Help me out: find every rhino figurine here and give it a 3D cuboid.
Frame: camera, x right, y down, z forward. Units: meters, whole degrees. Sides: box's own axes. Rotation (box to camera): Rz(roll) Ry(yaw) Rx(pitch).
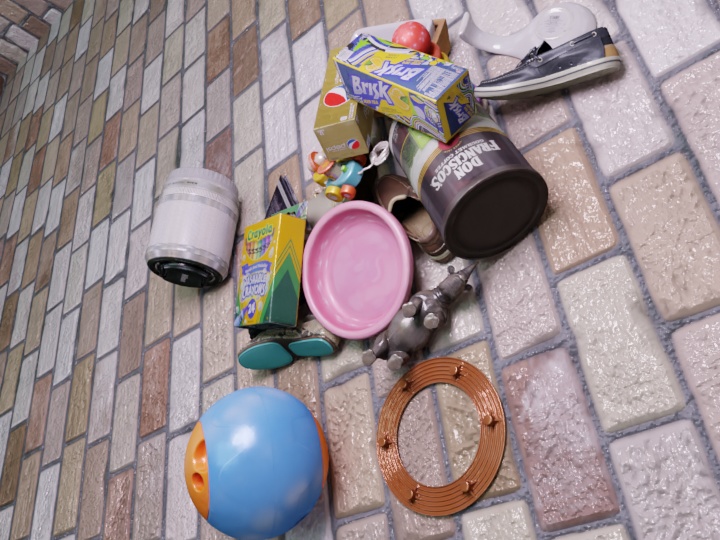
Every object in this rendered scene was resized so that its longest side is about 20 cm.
[{"bbox_3d":[0.087,0.059,0.857,0.060,0.087,0.200,44,103,11],"label":"rhino figurine"}]

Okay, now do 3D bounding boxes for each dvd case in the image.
[{"bbox_3d":[-0.145,-0.042,1.109,0.202,0.016,0.150,-64,38,34],"label":"dvd case"}]

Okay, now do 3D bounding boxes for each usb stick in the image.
[{"bbox_3d":[-0.113,0.051,1.065,0.200,0.055,0.033,-41,79,20],"label":"usb stick"}]

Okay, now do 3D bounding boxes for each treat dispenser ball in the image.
[{"bbox_3d":[-0.143,0.265,0.881,0.199,0.200,0.204,-20,58,34],"label":"treat dispenser ball"}]

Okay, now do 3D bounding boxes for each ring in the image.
[{"bbox_3d":[0.095,0.210,0.820,0.199,0.019,0.203,-20,58,34],"label":"ring"}]

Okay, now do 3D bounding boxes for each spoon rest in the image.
[{"bbox_3d":[0.246,-0.349,0.935,0.198,0.060,0.101,16,82,32],"label":"spoon rest"}]

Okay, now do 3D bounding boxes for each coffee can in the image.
[{"bbox_3d":[0.139,-0.136,0.856,0.146,0.146,0.201,-42,47,19],"label":"coffee can"}]

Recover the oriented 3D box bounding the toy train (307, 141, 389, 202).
[{"bbox_3d":[-0.031,-0.195,0.989,0.151,0.055,0.201,-51,32,16],"label":"toy train"}]

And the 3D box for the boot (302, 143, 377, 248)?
[{"bbox_3d":[-0.048,-0.133,1.083,0.153,0.072,0.203,-19,58,38],"label":"boot"}]

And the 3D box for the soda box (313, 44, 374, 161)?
[{"bbox_3d":[-0.018,-0.261,0.963,0.067,0.064,0.202,-9,48,19],"label":"soda box"}]

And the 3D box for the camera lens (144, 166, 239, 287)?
[{"bbox_3d":[-0.326,-0.079,1.245,0.158,0.159,0.203,-11,63,38],"label":"camera lens"}]

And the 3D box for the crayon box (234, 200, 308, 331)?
[{"bbox_3d":[-0.145,-0.010,1.017,0.125,0.051,0.203,-12,69,53],"label":"crayon box"}]

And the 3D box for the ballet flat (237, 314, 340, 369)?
[{"bbox_3d":[-0.111,0.112,1.034,0.198,0.068,0.076,-16,38,30],"label":"ballet flat"}]

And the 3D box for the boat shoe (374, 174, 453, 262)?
[{"bbox_3d":[0.072,-0.096,0.948,0.075,0.074,0.202,-52,45,10],"label":"boat shoe"}]

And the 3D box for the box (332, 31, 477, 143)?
[{"bbox_3d":[0.054,-0.243,0.826,0.064,0.070,0.199,-43,51,-14],"label":"box"}]

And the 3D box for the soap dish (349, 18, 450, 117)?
[{"bbox_3d":[0.052,-0.338,1.079,0.198,0.081,0.159,11,78,45],"label":"soap dish"}]

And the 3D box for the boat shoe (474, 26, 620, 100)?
[{"bbox_3d":[0.249,-0.277,0.867,0.198,0.074,0.063,-9,93,34],"label":"boat shoe"}]

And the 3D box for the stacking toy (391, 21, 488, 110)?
[{"bbox_3d":[0.110,-0.278,0.907,0.084,0.200,0.087,-15,59,27],"label":"stacking toy"}]

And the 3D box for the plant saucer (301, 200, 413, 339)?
[{"bbox_3d":[0.000,0.000,0.948,0.198,0.051,0.204,-3,85,36],"label":"plant saucer"}]
